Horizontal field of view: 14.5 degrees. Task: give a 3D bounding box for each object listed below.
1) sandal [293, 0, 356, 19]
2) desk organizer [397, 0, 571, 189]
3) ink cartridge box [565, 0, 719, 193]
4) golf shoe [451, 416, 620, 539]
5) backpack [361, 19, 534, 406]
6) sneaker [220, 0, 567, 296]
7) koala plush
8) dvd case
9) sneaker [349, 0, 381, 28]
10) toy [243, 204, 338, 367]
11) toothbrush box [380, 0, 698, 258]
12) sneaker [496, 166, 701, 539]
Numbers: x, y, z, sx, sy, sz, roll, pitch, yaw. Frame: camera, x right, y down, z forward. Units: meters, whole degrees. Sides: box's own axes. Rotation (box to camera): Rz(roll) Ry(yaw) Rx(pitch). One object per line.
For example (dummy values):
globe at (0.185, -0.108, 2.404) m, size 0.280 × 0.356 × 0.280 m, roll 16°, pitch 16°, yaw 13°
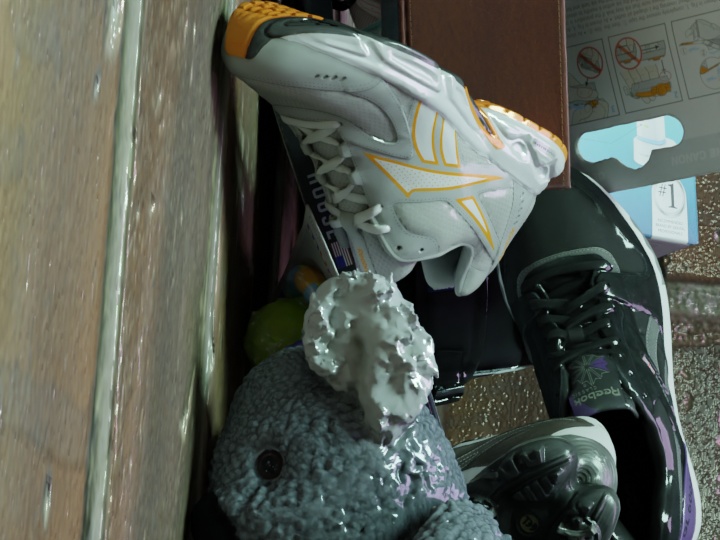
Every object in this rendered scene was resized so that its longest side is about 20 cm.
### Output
sandal at (-0.009, -0.189, 1.464) m, size 0.076 × 0.042 × 0.201 m, roll 89°, pitch 6°, yaw -47°
desk organizer at (0.059, -0.137, 1.298) m, size 0.072 × 0.076 × 0.202 m, roll -41°, pitch 129°, yaw -77°
ink cartridge box at (0.123, -0.141, 1.343) m, size 0.050 × 0.161 × 0.201 m, roll -21°, pitch 98°, yaw -48°
golf shoe at (0.034, 0.128, 1.253) m, size 0.078 × 0.199 × 0.095 m, roll 58°, pitch 23°, yaw -9°
backpack at (0.055, -0.050, 1.592) m, size 0.151 × 0.176 × 0.201 m, roll -127°, pitch -151°, yaw -60°
sneaker at (0.009, -0.044, 1.188) m, size 0.199 × 0.075 × 0.093 m, roll 26°, pitch 87°, yaw -45°
koala plush at (0.005, 0.115, 1.124) m, size 0.201 × 0.183 × 0.178 m, roll 67°, pitch -26°, yaw 26°
dvd case at (0.000, 0.000, 1.376) m, size 0.150 × 0.025 × 0.201 m, roll 0°, pitch 71°, yaw -86°
sneaker at (0.020, -0.191, 1.709) m, size 0.089 × 0.081 × 0.201 m, roll -81°, pitch 165°, yaw -50°
toy at (-0.022, 0.051, 1.277) m, size 0.116 × 0.047 × 0.200 m, roll 64°, pitch -7°, yaw 8°
toothbrush box at (0.091, -0.108, 1.467) m, size 0.085 × 0.146 × 0.202 m, roll -22°, pitch -114°, yaw 57°
sneaker at (0.113, 0.041, 1.303) m, size 0.088 × 0.075 × 0.201 m, roll 33°, pitch 38°, yaw -81°
